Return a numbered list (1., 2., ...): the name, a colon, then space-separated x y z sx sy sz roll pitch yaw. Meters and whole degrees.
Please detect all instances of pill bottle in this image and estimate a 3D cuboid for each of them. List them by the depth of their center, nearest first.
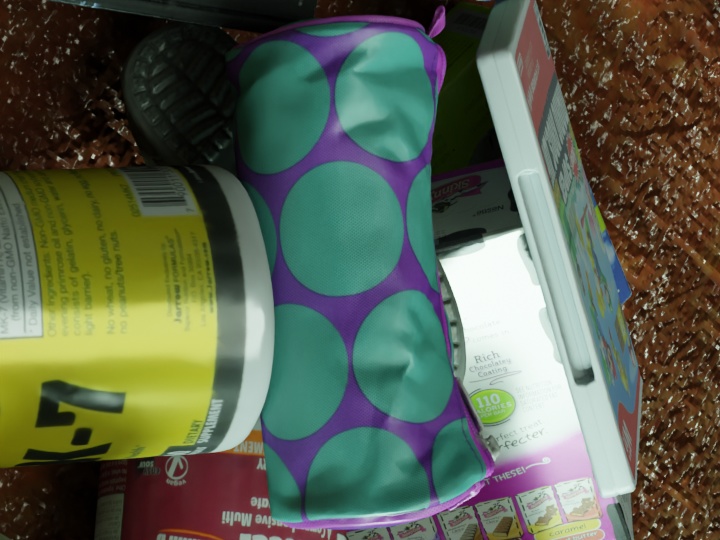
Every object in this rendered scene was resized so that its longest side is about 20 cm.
1. pill bottle: -0.143 0.019 1.050 0.199 0.114 0.115 -3 107 -21
2. pill bottle: -0.063 0.160 1.171 0.109 0.109 0.201 17 72 -46

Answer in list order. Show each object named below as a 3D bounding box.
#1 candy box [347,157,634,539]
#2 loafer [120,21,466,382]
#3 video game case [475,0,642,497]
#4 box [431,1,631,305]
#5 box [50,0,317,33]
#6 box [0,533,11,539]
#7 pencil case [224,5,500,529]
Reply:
1. candy box: 0.036 0.056 1.255 0.061 0.136 0.201 -89 162 -53
2. loafer: -0.029 -0.016 1.158 0.075 0.070 0.200 -35 91 -15
3. video game case: 0.090 -0.017 1.214 0.143 0.017 0.201 -68 143 -72
4. box: 0.057 -0.011 1.314 0.122 0.048 0.201 -44 129 -24
5. box: -0.085 -0.203 1.082 0.163 0.086 0.201 5 100 -46
6. box: -0.152 0.149 1.054 0.078 0.199 0.095 26 85 -45
7. pencil case: 0.000 0.000 1.082 0.092 0.085 0.201 -7 85 -2
